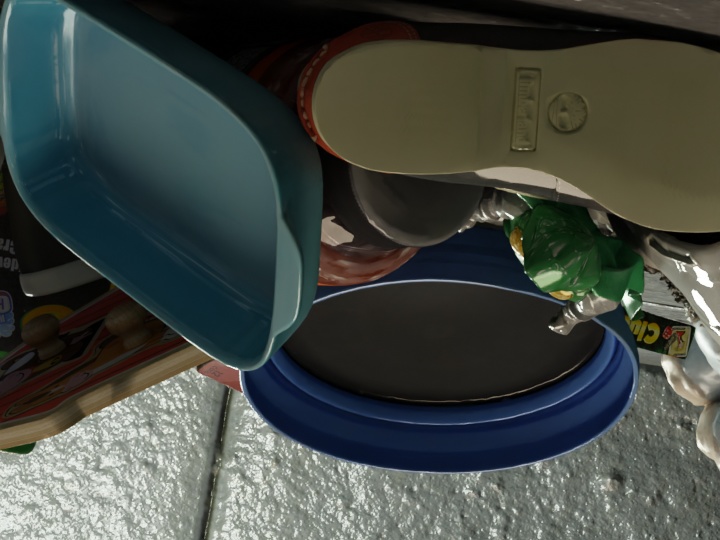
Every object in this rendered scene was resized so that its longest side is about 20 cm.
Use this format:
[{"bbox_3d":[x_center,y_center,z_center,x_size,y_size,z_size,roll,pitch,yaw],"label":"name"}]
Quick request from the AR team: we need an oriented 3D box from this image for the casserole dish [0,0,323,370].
[{"bbox_3d":[-0.078,-0.044,0.906,0.039,0.121,0.200,-26,-135,-35],"label":"casserole dish"}]

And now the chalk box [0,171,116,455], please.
[{"bbox_3d":[-0.194,-0.002,1.243,0.124,0.201,0.124,9,176,-4],"label":"chalk box"}]

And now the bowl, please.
[{"bbox_3d":[0.039,0.041,1.134,0.200,0.039,0.201,1,148,1],"label":"bowl"}]

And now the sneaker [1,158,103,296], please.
[{"bbox_3d":[-0.088,-0.068,1.101,0.200,0.099,0.071,-24,-168,-25],"label":"sneaker"}]

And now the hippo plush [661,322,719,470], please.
[{"bbox_3d":[0.277,0.060,1.380,0.199,0.160,0.161,8,176,15],"label":"hippo plush"}]

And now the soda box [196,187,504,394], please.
[{"bbox_3d":[0.000,0.000,1.175,0.063,0.070,0.200,28,140,-32],"label":"soda box"}]

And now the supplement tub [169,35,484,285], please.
[{"bbox_3d":[-0.034,-0.046,0.974,0.107,0.107,0.200,12,175,-36],"label":"supplement tub"}]

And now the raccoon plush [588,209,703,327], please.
[{"bbox_3d":[0.171,-0.027,1.167,0.200,0.097,0.134,37,175,-25],"label":"raccoon plush"}]

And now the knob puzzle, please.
[{"bbox_3d":[-0.131,0.030,1.092,0.219,0.031,0.220,-26,-166,7],"label":"knob puzzle"}]

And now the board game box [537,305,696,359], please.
[{"bbox_3d":[0.082,0.014,1.255,0.105,0.024,0.200,12,-178,-33],"label":"board game box"}]

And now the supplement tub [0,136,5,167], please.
[{"bbox_3d":[-0.223,-0.072,0.917,0.122,0.123,0.200,8,175,6],"label":"supplement tub"}]

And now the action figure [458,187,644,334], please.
[{"bbox_3d":[0.081,-0.013,0.949,0.118,0.055,0.200,48,-175,0],"label":"action figure"}]

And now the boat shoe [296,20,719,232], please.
[{"bbox_3d":[0.074,-0.057,0.856,0.199,0.071,0.063,5,-173,-10],"label":"boat shoe"}]

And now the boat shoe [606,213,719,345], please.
[{"bbox_3d":[0.137,-0.030,0.951,0.072,0.069,0.200,-29,-155,9],"label":"boat shoe"}]
